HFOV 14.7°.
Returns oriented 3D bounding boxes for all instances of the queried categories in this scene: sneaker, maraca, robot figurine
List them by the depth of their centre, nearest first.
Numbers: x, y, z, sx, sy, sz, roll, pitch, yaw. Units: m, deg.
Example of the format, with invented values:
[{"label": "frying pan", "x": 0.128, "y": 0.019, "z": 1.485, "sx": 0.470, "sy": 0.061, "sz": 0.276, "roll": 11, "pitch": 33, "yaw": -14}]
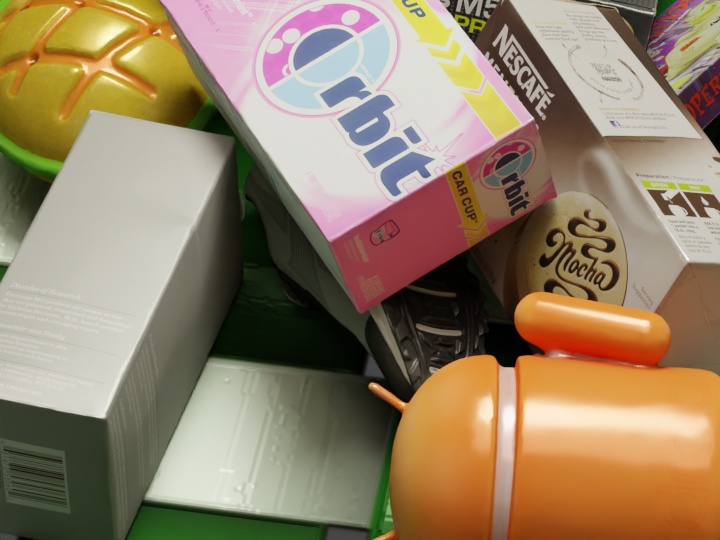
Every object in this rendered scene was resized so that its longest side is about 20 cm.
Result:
[{"label": "robot figurine", "x": 0.100, "y": 0.096, "z": 1.278, "sx": 0.199, "sy": 0.144, "sz": 0.117, "roll": 4, "pitch": 34, "yaw": 0}, {"label": "sneaker", "x": 0.000, "y": 0.000, "z": 1.415, "sx": 0.074, "sy": 0.079, "sz": 0.200, "roll": 12, "pitch": 37, "yaw": -41}, {"label": "maraca", "x": -0.144, "y": -0.119, "z": 1.505, "sx": 0.137, "sy": 0.107, "sz": 0.200, "roll": -11, "pitch": 46, "yaw": -7}]

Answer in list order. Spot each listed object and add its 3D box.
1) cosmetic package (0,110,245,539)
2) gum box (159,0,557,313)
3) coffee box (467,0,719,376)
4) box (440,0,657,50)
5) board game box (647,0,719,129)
[{"label": "cosmetic package", "x": -0.125, "y": 0.027, "z": 1.363, "sx": 0.090, "sy": 0.107, "sz": 0.200, "roll": 10, "pitch": 45, "yaw": 10}, {"label": "gum box", "x": -0.006, "y": -0.090, "z": 1.375, "sx": 0.113, "sy": 0.066, "sz": 0.200, "roll": -31, "pitch": 54, "yaw": -6}, {"label": "coffee box", "x": 0.117, "y": -0.031, "z": 1.386, "sx": 0.080, "sy": 0.113, "sz": 0.200, "roll": 3, "pitch": 42, "yaw": -36}, {"label": "box", "x": 0.089, "y": -0.178, "z": 1.547, "sx": 0.160, "sy": 0.044, "sz": 0.200, "roll": 13, "pitch": 29, "yaw": 4}, {"label": "board game box", "x": 0.189, "y": -0.123, "z": 1.511, "sx": 0.200, "sy": 0.032, "sz": 0.120, "roll": -41, "pitch": 14, "yaw": -32}]
